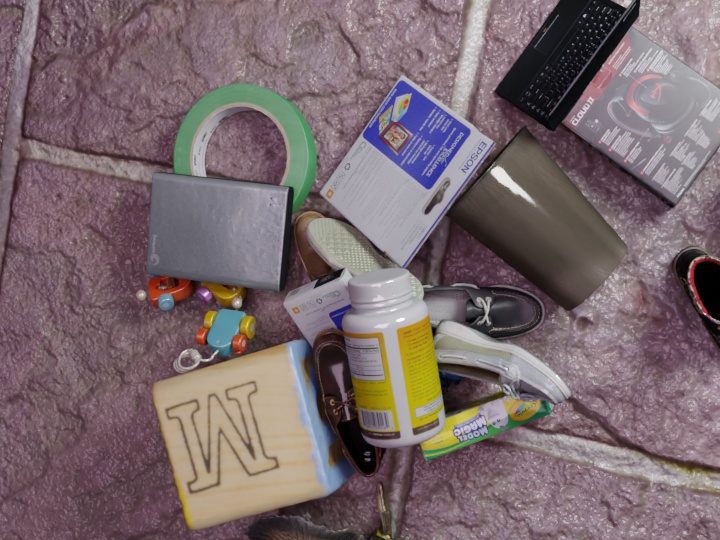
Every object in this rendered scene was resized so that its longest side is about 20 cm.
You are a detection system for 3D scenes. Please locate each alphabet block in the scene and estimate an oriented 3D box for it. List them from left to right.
[{"bbox_3d":[-0.133,0.209,1.452,0.197,0.195,0.200,-17,85,11],"label":"alphabet block"}]

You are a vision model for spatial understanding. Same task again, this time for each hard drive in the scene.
[{"bbox_3d":[-0.193,-0.054,1.495,0.196,0.033,0.142,7,96,13],"label":"hard drive"}]

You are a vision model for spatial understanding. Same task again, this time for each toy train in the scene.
[{"bbox_3d":[-0.220,0.065,1.517,0.148,0.056,0.201,-23,49,-6],"label":"toy train"}]

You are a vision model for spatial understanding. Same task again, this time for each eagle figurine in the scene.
[{"bbox_3d":[-0.039,0.392,1.456,0.153,0.197,0.152,59,147,38],"label":"eagle figurine"}]

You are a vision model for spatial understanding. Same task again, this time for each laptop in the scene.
[{"bbox_3d":[0.250,-0.276,1.354,0.178,0.103,0.200,-53,43,9],"label":"laptop"}]

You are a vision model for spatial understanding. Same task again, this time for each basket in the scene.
[{"bbox_3d":[0.230,-0.059,1.391,0.200,0.181,0.136,43,132,-1],"label":"basket"}]

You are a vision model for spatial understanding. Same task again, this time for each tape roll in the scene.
[{"bbox_3d":[-0.161,-0.155,1.526,0.197,0.048,0.204,0,91,13],"label":"tape roll"}]

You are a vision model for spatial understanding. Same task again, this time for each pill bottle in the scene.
[{"bbox_3d":[0.038,0.105,1.340,0.107,0.109,0.204,-7,101,13],"label":"pill bottle"}]

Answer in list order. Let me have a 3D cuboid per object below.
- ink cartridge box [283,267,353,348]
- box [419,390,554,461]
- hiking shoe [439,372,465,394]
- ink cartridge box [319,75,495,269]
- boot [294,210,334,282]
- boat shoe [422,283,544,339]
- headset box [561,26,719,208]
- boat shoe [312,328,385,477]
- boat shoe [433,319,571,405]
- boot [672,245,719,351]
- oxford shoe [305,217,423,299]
[{"bbox_3d":[-0.009,0.097,1.425,0.094,0.037,0.202,-22,111,27],"label":"ink cartridge box"},{"bbox_3d":[0.152,0.194,1.423,0.197,0.117,0.049,-21,85,13],"label":"box"},{"bbox_3d":[0.104,0.135,1.463,0.197,0.074,0.088,-1,96,23],"label":"hiking shoe"},{"bbox_3d":[0.064,-0.126,1.434,0.199,0.047,0.200,-53,53,8],"label":"ink cartridge box"},{"bbox_3d":[-0.039,0.011,1.487,0.073,0.075,0.203,-26,84,14],"label":"boot"},{"bbox_3d":[0.143,0.051,1.452,0.196,0.060,0.075,8,93,13],"label":"boat shoe"},{"bbox_3d":[0.361,-0.199,1.391,0.199,0.075,0.150,37,98,10],"label":"headset box"},{"bbox_3d":[-0.011,0.172,1.409,0.069,0.071,0.202,-17,115,12],"label":"boat shoe"},{"bbox_3d":[0.166,0.123,1.341,0.200,0.074,0.065,24,77,35],"label":"boat shoe"},{"bbox_3d":[0.456,0.056,1.333,0.073,0.150,0.202,-34,83,11],"label":"boot"},{"bbox_3d":[0.000,0.000,1.443,0.199,0.075,0.058,38,141,25],"label":"oxford shoe"}]
